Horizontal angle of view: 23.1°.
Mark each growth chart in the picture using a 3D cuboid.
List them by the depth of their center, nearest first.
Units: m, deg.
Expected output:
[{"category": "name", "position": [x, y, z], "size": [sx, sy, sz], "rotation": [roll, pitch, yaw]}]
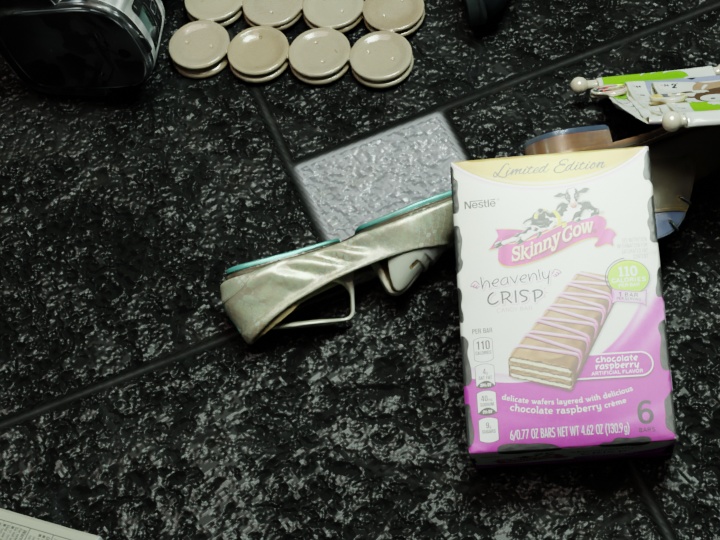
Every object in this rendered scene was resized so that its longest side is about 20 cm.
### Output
[{"category": "growth chart", "position": [0.247, -0.123, 1.242], "size": [0.144, 0.018, 0.200], "rotation": [-8, 15, -10]}]

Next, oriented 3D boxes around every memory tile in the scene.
[{"category": "memory tile", "position": [-0.046, -0.210, 1.415], "size": [0.199, 0.017, 0.154], "rotation": [5, 57, 11]}]

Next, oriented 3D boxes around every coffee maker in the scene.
[{"category": "coffee maker", "position": [-0.220, -0.243, 1.411], "size": [0.192, 0.135, 0.200], "rotation": [-13, 45, 42]}]

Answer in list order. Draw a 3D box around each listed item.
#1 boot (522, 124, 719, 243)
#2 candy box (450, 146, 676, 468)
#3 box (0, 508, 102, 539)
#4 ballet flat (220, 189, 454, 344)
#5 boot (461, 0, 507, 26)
[{"category": "boot", "position": [0.219, -0.055, 1.254], "size": [0.199, 0.075, 0.097], "rotation": [-7, 78, -4]}, {"category": "candy box", "position": [0.133, 0.024, 1.167], "size": [0.136, 0.061, 0.201], "rotation": [-5, 74, 5]}, {"category": "box", "position": [-0.263, 0.200, 1.130], "size": [0.199, 0.078, 0.095], "rotation": [14, 59, 17]}, {"category": "ballet flat", "position": [0.000, 0.000, 1.249], "size": [0.199, 0.067, 0.063], "rotation": [-20, 83, -1]}, {"category": "boot", "position": [0.156, -0.284, 1.397], "size": [0.168, 0.077, 0.201], "rotation": [-6, 49, 9]}]
